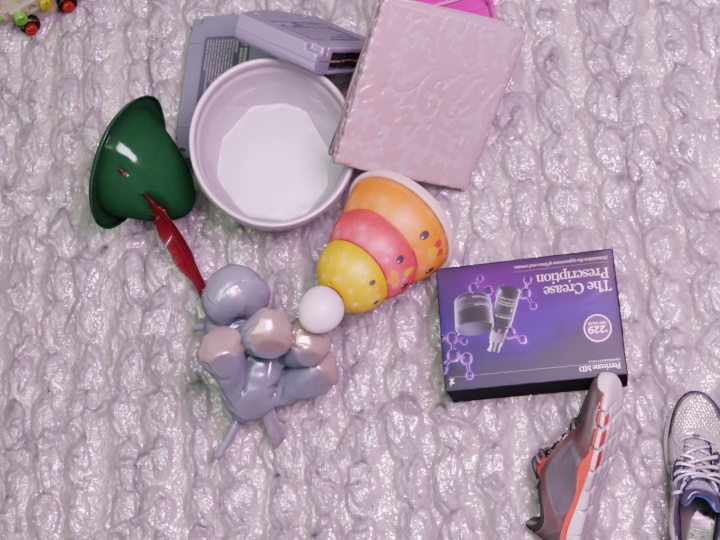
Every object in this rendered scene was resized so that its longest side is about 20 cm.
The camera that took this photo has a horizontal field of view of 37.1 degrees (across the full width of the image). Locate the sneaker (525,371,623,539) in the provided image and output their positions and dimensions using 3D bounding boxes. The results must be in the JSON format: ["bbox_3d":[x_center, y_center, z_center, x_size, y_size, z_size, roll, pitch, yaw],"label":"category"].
[{"bbox_3d":[0.217,0.198,1.124,0.081,0.077,0.203,18,99,30],"label":"sneaker"}]

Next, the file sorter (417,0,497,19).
[{"bbox_3d":[0.091,-0.333,1.305,0.137,0.126,0.203,-13,71,9],"label":"file sorter"}]

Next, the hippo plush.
[{"bbox_3d":[-0.114,0.080,1.241,0.156,0.202,0.162,-10,44,-8],"label":"hippo plush"}]

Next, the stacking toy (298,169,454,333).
[{"bbox_3d":[0.000,0.000,1.188,0.145,0.147,0.200,29,57,20],"label":"stacking toy"}]

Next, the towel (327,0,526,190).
[{"bbox_3d":[0.075,-0.198,1.214,0.032,0.188,0.202,58,134,54],"label":"towel"}]

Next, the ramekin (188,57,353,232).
[{"bbox_3d":[-0.104,-0.142,1.285,0.196,0.105,0.204,1,81,-4],"label":"ramekin"}]

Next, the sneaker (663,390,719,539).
[{"bbox_3d":[0.350,0.221,1.099,0.076,0.085,0.204,0,73,14],"label":"sneaker"}]

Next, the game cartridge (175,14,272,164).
[{"bbox_3d":[-0.166,-0.234,1.389,0.131,0.042,0.204,3,75,10],"label":"game cartridge"}]

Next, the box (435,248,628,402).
[{"bbox_3d":[0.190,0.063,1.191,0.196,0.079,0.144,-7,75,12],"label":"box"}]

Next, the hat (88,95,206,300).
[{"bbox_3d":[-0.214,-0.090,1.306,0.174,0.201,0.167,24,54,12],"label":"hat"}]

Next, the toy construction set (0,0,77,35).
[{"bbox_3d":[-0.451,-0.395,1.455,0.197,0.131,0.094,-15,70,9],"label":"toy construction set"}]

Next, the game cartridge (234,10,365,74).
[{"bbox_3d":[-0.062,-0.277,1.298,0.132,0.199,0.041,31,112,18],"label":"game cartridge"}]
